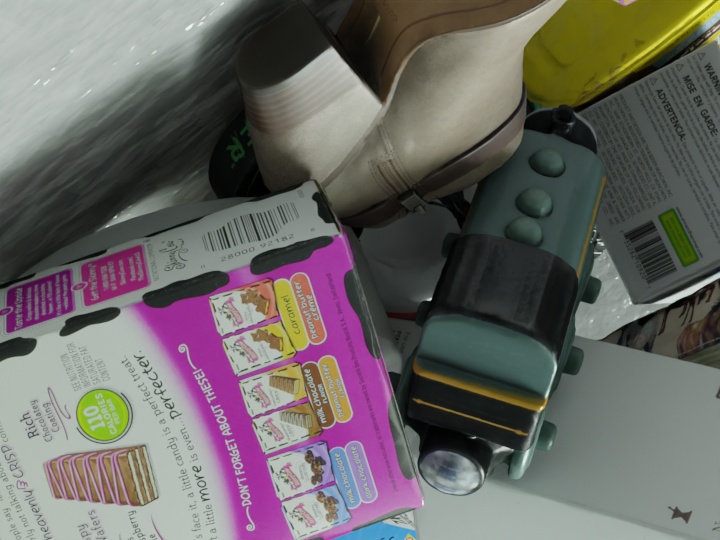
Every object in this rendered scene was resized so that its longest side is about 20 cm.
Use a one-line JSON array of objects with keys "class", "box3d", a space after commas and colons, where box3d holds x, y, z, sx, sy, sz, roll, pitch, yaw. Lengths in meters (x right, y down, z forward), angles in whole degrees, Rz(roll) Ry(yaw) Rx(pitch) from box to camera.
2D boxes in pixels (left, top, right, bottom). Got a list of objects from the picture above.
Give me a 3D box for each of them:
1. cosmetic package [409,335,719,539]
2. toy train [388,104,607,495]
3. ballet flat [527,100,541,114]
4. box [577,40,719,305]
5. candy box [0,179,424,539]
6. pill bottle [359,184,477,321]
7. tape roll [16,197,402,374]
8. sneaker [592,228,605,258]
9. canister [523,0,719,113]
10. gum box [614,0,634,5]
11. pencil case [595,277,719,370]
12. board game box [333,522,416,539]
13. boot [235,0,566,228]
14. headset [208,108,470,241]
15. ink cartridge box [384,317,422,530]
[{"class": "cosmetic package", "box3d": [0.134, 0.104, 0.717, 0.113, 0.200, 0.081, -56, 150, -41]}, {"class": "toy train", "box3d": [0.071, 0.009, 0.682, 0.200, 0.085, 0.114, -64, 170, -45]}, {"class": "ballet flat", "box3d": [0.096, -0.093, 0.995, 0.065, 0.071, 0.200, -24, 175, 24]}, {"class": "box", "box3d": [0.195, -0.050, 0.860, 0.101, 0.113, 0.200, -27, 170, 16]}, {"class": "candy box", "box3d": [-0.088, 0.062, 0.593, 0.200, 0.137, 0.061, -19, -153, -5]}, {"class": "pill bottle", "box3d": [0.000, 0.000, 0.931, 0.111, 0.111, 0.200, -34, 173, -23]}, {"class": "tape roll", "box3d": [-0.084, 0.048, 0.720, 0.202, 0.071, 0.203, -17, 155, -8]}, {"class": "sneaker", "box3d": [0.108, -0.039, 1.020, 0.076, 0.091, 0.200, 10, 162, -23]}, {"class": "canister", "box3d": [0.159, -0.147, 0.865, 0.148, 0.087, 0.200, -36, 171, 14]}, {"class": "gum box", "box3d": [0.165, -0.202, 0.618, 0.200, 0.066, 0.113, -37, 171, 5]}, {"class": "pencil case", "box3d": [0.167, 0.056, 0.795, 0.089, 0.078, 0.200, -31, 180, -41]}, {"class": "board game box", "box3d": [-0.012, 0.130, 1.050, 0.200, 0.056, 0.196, -8, -156, 3]}, {"class": "boot", "box3d": [0.042, -0.088, 0.606, 0.200, 0.070, 0.146, -25, 155, 12]}, {"class": "headset", "box3d": [0.009, -0.049, 0.740, 0.123, 0.094, 0.200, -39, 161, 18]}, {"class": "ink cartridge box", "box3d": [-0.016, 0.088, 0.882, 0.145, 0.200, 0.084, 50, 54, -52]}]
